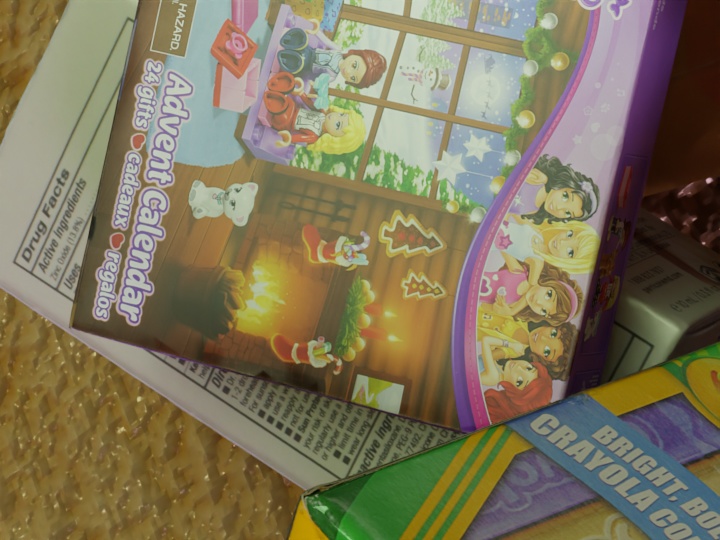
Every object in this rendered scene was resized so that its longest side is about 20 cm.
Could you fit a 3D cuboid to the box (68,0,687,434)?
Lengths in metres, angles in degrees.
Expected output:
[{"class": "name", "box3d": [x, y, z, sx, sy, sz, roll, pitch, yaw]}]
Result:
[{"class": "box", "box3d": [0.012, -0.065, 0.746, 0.137, 0.039, 0.200, 13, 94, 18]}]

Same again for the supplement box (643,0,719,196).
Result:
[{"class": "supplement box", "box3d": [0.042, -0.052, 0.891, 0.200, 0.067, 0.069, -18, 59, 26]}]

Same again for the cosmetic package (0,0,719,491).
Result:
[{"class": "cosmetic package", "box3d": [0.000, 0.000, 0.821, 0.200, 0.087, 0.103, 34, 109, 16]}]

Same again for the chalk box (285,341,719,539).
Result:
[{"class": "chalk box", "box3d": [0.082, 0.107, 0.707, 0.124, 0.200, 0.125, 46, 135, 32]}]
